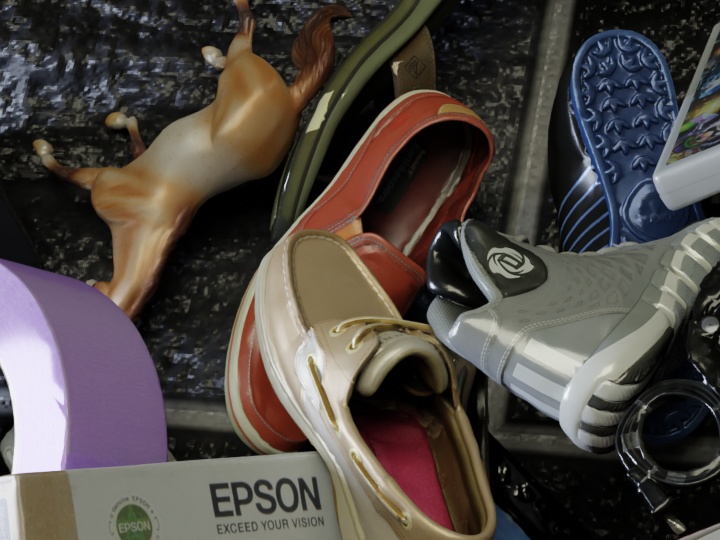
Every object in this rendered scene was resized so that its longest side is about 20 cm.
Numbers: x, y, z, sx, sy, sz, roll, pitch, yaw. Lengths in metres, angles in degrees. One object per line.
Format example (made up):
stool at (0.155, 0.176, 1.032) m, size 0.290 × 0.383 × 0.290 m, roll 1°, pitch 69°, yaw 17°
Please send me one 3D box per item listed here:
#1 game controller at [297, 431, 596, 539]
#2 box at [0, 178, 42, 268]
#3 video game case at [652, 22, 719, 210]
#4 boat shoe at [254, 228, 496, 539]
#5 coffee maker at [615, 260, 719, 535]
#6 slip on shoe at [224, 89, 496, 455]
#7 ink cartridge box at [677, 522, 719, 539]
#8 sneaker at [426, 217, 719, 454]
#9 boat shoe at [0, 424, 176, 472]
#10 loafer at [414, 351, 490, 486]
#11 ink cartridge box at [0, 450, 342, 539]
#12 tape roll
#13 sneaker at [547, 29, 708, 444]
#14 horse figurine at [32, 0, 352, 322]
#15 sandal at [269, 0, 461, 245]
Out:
game controller at (0.046, 0.136, 1.247) m, size 0.104 × 0.042 × 0.200 m, roll -38°, pitch 58°, yaw -11°
box at (-0.255, -0.060, 1.342) m, size 0.122 × 0.200 × 0.106 m, roll -29°, pitch 57°, yaw -6°
video game case at (0.234, -0.105, 1.256) m, size 0.182 × 0.023 × 0.200 m, roll -22°, pitch 18°, yaw 24°
boat shoe at (0.013, 0.054, 1.165) m, size 0.074 × 0.069 × 0.200 m, roll -3°, pitch 53°, yaw -30°
coffee maker at (0.205, 0.064, 1.158) m, size 0.192 × 0.200 × 0.135 m, roll -21°, pitch 57°, yaw 2°
slip on shoe at (0.000, 0.000, 1.306) m, size 0.200 × 0.074 × 0.061 m, roll -58°, pitch 23°, yaw -11°
ink cartridge box at (0.154, 0.213, 1.080) m, size 0.083 × 0.200 × 0.146 m, roll -25°, pitch 57°, yaw -6°
sneaker at (0.091, 0.001, 1.180) m, size 0.115 × 0.075 × 0.200 m, roll 27°, pitch 24°, yaw 11°
boat shoe at (-0.106, 0.138, 1.268) m, size 0.069 × 0.072 × 0.200 m, roll -44°, pitch 70°, yaw 21°
loafer at (0.043, 0.121, 1.201) m, size 0.063 × 0.072 × 0.200 m, roll -15°, pitch 60°, yaw 4°
ink cartridge box at (-0.076, 0.164, 1.139) m, size 0.075 × 0.200 × 0.165 m, roll -19°, pitch 77°, yaw 44°
tape roll at (-0.181, 0.094, 1.254) m, size 0.200 × 0.066 × 0.200 m, roll -14°, pitch 69°, yaw 39°
sneaker at (0.131, -0.012, 1.308) m, size 0.070 × 0.078 × 0.200 m, roll -4°, pitch 79°, yaw -5°
horse figurine at (-0.084, -0.067, 1.382) m, size 0.200 × 0.050 × 0.133 m, roll -38°, pitch 43°, yaw 5°
sandal at (0.019, -0.091, 1.374) m, size 0.057 × 0.080 × 0.201 m, roll 37°, pitch 77°, yaw 2°
